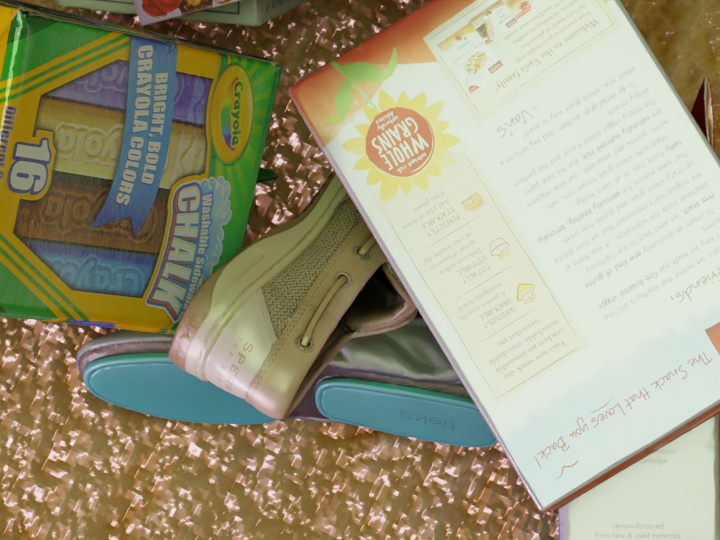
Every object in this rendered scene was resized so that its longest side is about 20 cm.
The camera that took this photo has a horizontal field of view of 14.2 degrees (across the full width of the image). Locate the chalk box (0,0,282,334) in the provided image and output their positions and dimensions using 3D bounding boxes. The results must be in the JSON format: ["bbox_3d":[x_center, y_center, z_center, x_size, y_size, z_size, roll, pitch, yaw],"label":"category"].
[{"bbox_3d":[-0.123,-0.045,1.220,0.124,0.200,0.124,15,94,40],"label":"chalk box"}]

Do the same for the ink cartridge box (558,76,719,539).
[{"bbox_3d":[0.118,0.024,1.246,0.067,0.116,0.200,0,84,3],"label":"ink cartridge box"}]

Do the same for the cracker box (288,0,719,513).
[{"bbox_3d":[0.079,-0.020,1.166,0.134,0.058,0.200,-31,81,1],"label":"cracker box"}]

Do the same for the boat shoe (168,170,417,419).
[{"bbox_3d":[0.000,0.000,1.233,0.064,0.071,0.200,35,47,15],"label":"boat shoe"}]

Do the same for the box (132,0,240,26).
[{"bbox_3d":[-0.014,-0.189,1.160,0.200,0.039,0.137,-13,105,17],"label":"box"}]

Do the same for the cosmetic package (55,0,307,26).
[{"bbox_3d":[-0.071,-0.214,1.240,0.103,0.087,0.200,9,110,20],"label":"cosmetic package"}]

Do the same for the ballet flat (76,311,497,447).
[{"bbox_3d":[-0.024,0.036,1.282,0.200,0.067,0.064,7,57,0],"label":"ballet flat"}]
